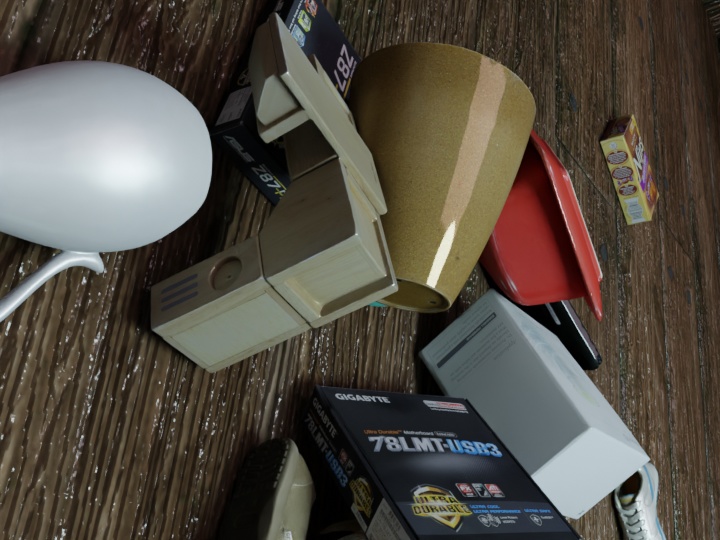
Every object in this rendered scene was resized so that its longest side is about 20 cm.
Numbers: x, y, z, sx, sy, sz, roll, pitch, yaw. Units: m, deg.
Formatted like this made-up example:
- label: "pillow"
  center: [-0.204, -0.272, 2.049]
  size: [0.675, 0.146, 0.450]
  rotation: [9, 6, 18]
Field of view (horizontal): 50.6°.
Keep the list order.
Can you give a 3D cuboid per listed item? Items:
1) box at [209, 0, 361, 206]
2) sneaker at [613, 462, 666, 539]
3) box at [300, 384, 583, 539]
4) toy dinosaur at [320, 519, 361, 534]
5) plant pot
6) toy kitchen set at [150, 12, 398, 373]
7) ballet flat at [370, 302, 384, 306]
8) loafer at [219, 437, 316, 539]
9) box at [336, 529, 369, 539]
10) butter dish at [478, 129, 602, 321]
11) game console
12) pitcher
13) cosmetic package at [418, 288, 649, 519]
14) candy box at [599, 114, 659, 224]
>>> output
- label: "box"
  center: [-0.054, -0.157, 0.753]
  size: [0.162, 0.048, 0.203]
  rotation: [49, 45, -40]
- label: "sneaker"
  center: [0.474, 0.425, 1.310]
  size: [0.080, 0.076, 0.204]
  rotation: [26, 54, -38]
- label: "box"
  center: [0.069, 0.187, 0.685]
  size: [0.197, 0.199, 0.050]
  rotation: [13, 115, -34]
- label: "toy dinosaur"
  center: [0.048, 0.265, 0.772]
  size: [0.200, 0.057, 0.103]
  rotation: [46, 48, -37]
- label: "plant pot"
  center: [0.057, -0.072, 0.714]
  size: [0.185, 0.184, 0.204]
  rotation: [33, 64, -44]
- label: "toy kitchen set"
  center: [-0.093, -0.071, 0.592]
  size: [0.164, 0.178, 0.203]
  rotation: [50, 21, -49]
- label: "ballet flat"
  center: [0.000, 0.000, 0.779]
  size: [0.198, 0.067, 0.068]
  rotation: [-4, 61, -52]
- label: "loafer"
  center: [-0.077, 0.231, 0.594]
  size: [0.067, 0.075, 0.202]
  rotation: [45, 47, -29]
- label: "box"
  center: [0.043, 0.276, 0.653]
  size: [0.198, 0.041, 0.122]
  rotation: [1, 72, -51]
- label: "butter dish"
  center: [0.168, -0.045, 0.851]
  size: [0.200, 0.145, 0.203]
  rotation: [-84, 150, -65]
- label: "game console"
  center: [0.260, 0.025, 1.054]
  size: [0.116, 0.175, 0.202]
  rotation: [-35, 96, -22]
- label: "pitcher"
  center: [-0.199, -0.046, 0.484]
  size: [0.198, 0.120, 0.176]
  rotation: [-7, 108, -44]
- label: "cosmetic package"
  center: [0.201, 0.157, 0.877]
  size: [0.198, 0.123, 0.202]
  rotation: [30, 23, -48]
- label: "candy box"
  center: [0.579, -0.216, 1.632]
  size: [0.117, 0.056, 0.202]
  rotation: [-50, 119, -47]
